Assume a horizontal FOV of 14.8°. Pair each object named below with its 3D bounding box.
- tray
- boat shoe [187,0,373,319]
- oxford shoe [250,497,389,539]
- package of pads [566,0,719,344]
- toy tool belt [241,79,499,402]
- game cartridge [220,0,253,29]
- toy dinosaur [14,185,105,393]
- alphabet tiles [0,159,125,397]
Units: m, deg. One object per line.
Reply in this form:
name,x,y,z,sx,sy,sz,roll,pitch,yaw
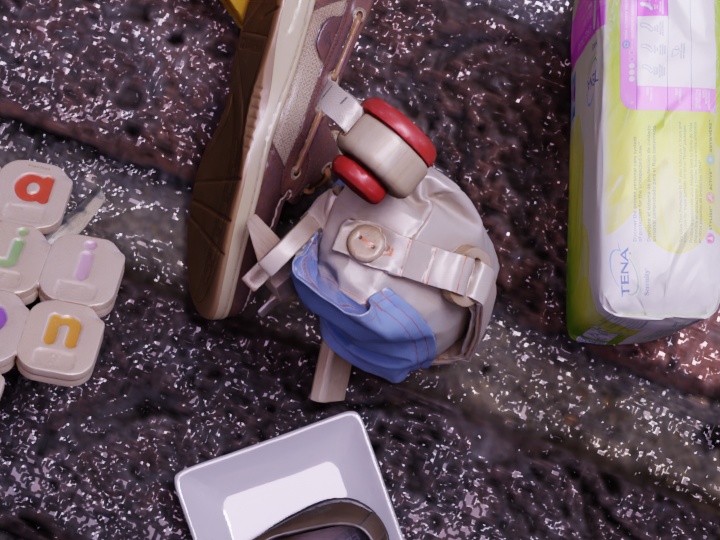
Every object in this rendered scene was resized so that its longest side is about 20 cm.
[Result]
tray,-0.019,0.186,1.476,0.107,0.022,0.201,-19,85,-5
boat shoe,-0.038,-0.067,1.473,0.072,0.072,0.201,12,95,-23
oxford shoe,-0.074,0.181,1.422,0.200,0.084,0.073,-37,88,-4
package of pads,0.148,-0.066,1.443,0.068,0.155,0.201,1,84,-3
toy tool belt,0.000,0.000,1.410,0.125,0.200,0.123,38,83,21
game cartridge,-0.025,-0.246,1.460,0.200,0.032,0.177,-40,131,-5
toy dinosaur,-0.214,0.029,1.471,0.199,0.047,0.089,-23,79,-8
alphabet tiles,-0.227,0.007,1.430,0.199,0.015,0.196,10,46,2
